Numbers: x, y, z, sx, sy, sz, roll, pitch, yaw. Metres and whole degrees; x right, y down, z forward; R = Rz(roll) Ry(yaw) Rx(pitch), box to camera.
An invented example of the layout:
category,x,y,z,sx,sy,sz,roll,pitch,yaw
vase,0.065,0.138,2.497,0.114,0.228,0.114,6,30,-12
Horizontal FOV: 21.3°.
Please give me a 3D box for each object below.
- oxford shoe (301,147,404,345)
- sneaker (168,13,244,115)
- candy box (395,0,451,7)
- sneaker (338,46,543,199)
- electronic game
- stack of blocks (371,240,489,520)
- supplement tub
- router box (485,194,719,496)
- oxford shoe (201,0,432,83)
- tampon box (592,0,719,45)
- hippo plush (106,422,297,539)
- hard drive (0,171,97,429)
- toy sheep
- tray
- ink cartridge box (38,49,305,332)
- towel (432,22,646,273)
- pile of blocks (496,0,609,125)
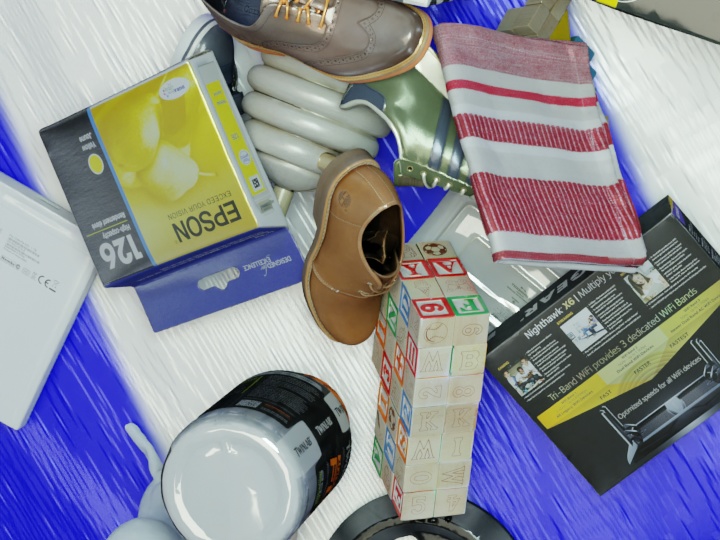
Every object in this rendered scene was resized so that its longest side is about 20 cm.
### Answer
category,x,y,z,sx,sy,sz,roll,pitch,yaw
oxford shoe,0.000,0.000,1.509,0.071,0.071,0.200,47,152,32
sneaker,-0.124,-0.113,1.609,0.079,0.078,0.200,24,117,21
candy box,0.016,-0.251,1.480,0.136,0.200,0.061,14,105,12
sneaker,0.066,-0.088,1.477,0.090,0.067,0.200,-41,89,2
electronic game,0.055,0.289,1.661,0.200,0.042,0.201,1,93,14
stack of blocks,0.052,0.090,1.574,0.058,0.115,0.200,-4,122,-15
supplement tub,-0.079,0.154,1.587,0.122,0.200,0.123,3,102,14
router box,0.221,0.062,1.545,0.200,0.052,0.157,-38,102,16
oxford shoe,-0.038,-0.189,1.454,0.200,0.073,0.071,11,84,34
tampon box,0.263,-0.258,1.449,0.200,0.126,0.150,20,106,10
hippo plush,-0.148,0.248,1.645,0.159,0.161,0.200,-2,101,16
hard drive,-0.320,0.026,1.719,0.132,0.027,0.200,30,106,8
toy sheep,-0.033,-0.131,1.555,0.138,0.138,0.200,23,89,10
tray,0.133,0.018,1.596,0.200,0.022,0.107,40,109,5
ink cartridge box,-0.157,-0.056,1.575,0.197,0.047,0.200,-20,94,40
towel,0.135,-0.094,1.440,0.023,0.144,0.200,-42,54,48
pile of blocks,0.151,-0.130,1.551,0.062,0.082,0.201,2,94,58
